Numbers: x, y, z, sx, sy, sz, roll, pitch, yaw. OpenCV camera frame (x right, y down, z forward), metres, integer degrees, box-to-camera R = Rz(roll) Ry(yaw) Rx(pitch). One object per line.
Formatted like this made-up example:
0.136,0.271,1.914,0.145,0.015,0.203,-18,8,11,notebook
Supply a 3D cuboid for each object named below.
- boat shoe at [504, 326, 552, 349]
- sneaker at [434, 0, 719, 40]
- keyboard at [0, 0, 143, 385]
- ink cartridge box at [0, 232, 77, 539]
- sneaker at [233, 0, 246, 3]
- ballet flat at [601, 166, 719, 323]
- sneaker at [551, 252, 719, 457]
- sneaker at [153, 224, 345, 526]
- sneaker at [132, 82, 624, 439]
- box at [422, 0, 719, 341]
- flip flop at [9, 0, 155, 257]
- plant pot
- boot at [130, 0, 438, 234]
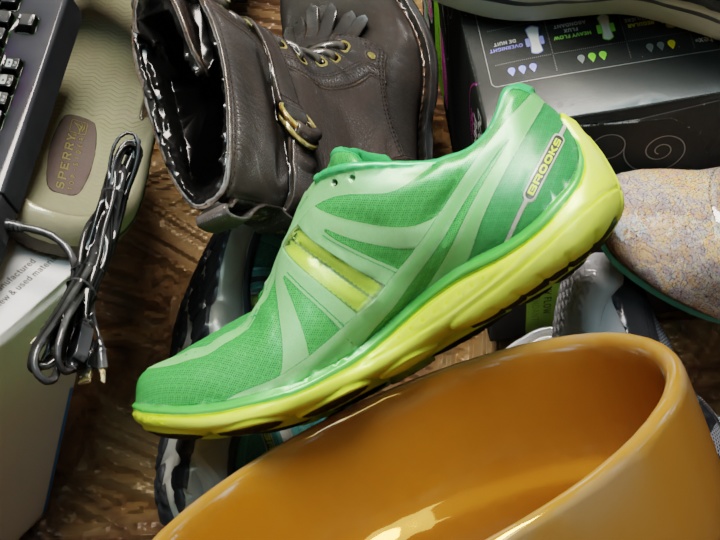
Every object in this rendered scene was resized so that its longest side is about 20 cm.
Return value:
0.038,0.091,0.793,0.070,0.070,0.200,26,61,24,boat shoe
0.099,-0.140,0.762,0.198,0.080,0.079,10,57,14,sneaker
-0.140,-0.022,0.723,0.126,0.021,0.201,10,61,4,keyboard
-0.217,0.022,0.799,0.199,0.145,0.084,27,36,13,ink cartridge box
-0.027,-0.205,1.028,0.083,0.072,0.200,44,69,5,sneaker
0.181,-0.006,0.780,0.199,0.067,0.069,19,49,-32,ballet flat
0.145,0.083,0.766,0.113,0.076,0.202,-12,78,-11,sneaker
-0.039,0.037,0.853,0.079,0.078,0.201,17,50,-15,sneaker
0.000,0.000,0.741,0.199,0.074,0.084,-30,81,9,sneaker
0.097,-0.097,0.870,0.123,0.149,0.201,-9,54,-1,box
-0.111,-0.092,0.804,0.080,0.058,0.201,9,46,-6,flip flop
0.046,0.148,0.662,0.199,0.185,0.200,-23,11,5,plant pot
-0.033,-0.085,0.829,0.069,0.174,0.201,-29,58,23,boot
